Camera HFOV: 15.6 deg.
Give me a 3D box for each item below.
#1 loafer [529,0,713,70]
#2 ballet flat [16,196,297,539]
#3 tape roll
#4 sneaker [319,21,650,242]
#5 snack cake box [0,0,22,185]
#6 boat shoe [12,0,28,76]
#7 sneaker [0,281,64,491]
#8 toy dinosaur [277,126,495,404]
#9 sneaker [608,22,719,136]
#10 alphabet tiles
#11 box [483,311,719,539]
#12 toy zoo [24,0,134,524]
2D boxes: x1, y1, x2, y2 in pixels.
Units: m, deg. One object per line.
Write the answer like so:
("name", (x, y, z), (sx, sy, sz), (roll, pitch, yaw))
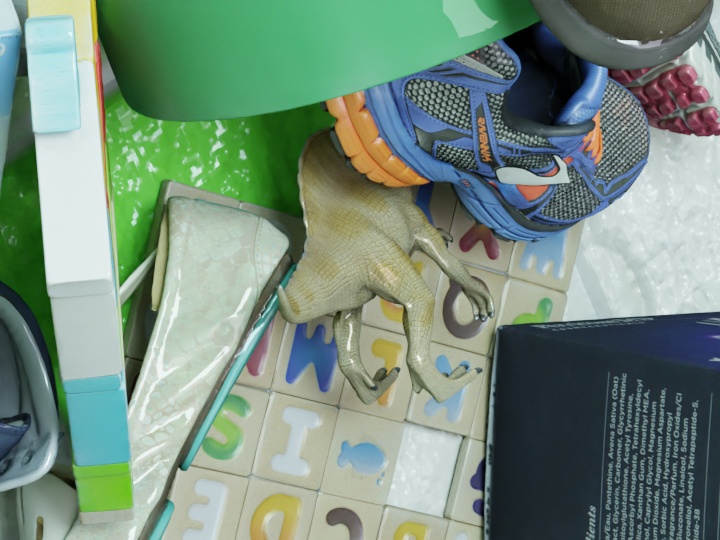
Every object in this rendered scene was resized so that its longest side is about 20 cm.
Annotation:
("loafer", (0.051, -0.158, 0.773), (0.073, 0.071, 0.201), (-29, 77, -27))
("ballet flat", (-0.088, 0.066, 0.935), (0.062, 0.067, 0.201), (27, 77, -3))
("tape roll", (0.005, -0.114, 0.888), (0.200, 0.200, 0.048), (-31, 111, -28))
("sneaker", (0.062, -0.058, 0.961), (0.200, 0.078, 0.076), (6, 69, -59))
("snack cake box", (-0.206, -0.045, 0.772), (0.198, 0.115, 0.068), (-10, 58, -20))
("boat shoe", (-0.183, -0.106, 0.847), (0.199, 0.072, 0.072), (5, 77, -40))
("sneaker", (-0.157, 0.088, 0.856), (0.070, 0.108, 0.202), (13, 89, -35))
("toy dinosaur", (0.000, 0.000, 0.960), (0.102, 0.058, 0.200), (63, 29, -18))
("sneaker", (0.100, -0.137, 1.026), (0.075, 0.080, 0.201), (-44, 118, -24))
("alphabet tiles", (-0.005, 0.036, 1.019), (0.199, 0.008, 0.169), (15, 87, -36))
("box", (0.164, 0.080, 1.022), (0.147, 0.199, 0.105), (-3, 99, -39))
("toy zoo", (-0.088, -0.020, 0.827), (0.020, 0.200, 0.132), (-4, 60, -5))
